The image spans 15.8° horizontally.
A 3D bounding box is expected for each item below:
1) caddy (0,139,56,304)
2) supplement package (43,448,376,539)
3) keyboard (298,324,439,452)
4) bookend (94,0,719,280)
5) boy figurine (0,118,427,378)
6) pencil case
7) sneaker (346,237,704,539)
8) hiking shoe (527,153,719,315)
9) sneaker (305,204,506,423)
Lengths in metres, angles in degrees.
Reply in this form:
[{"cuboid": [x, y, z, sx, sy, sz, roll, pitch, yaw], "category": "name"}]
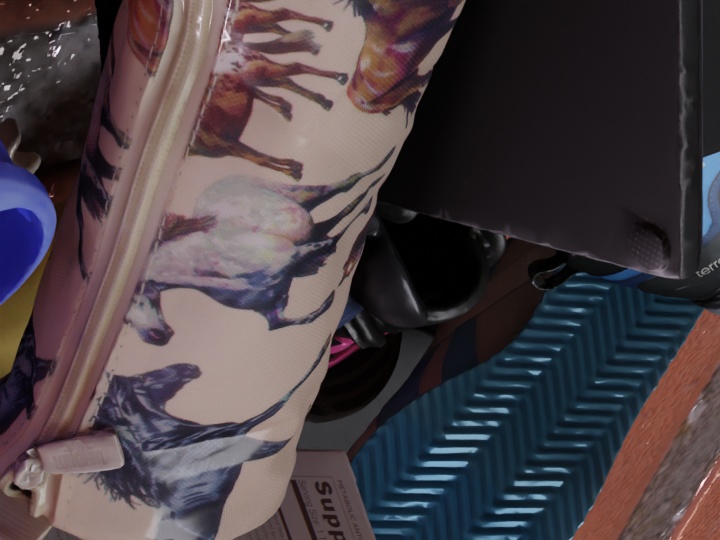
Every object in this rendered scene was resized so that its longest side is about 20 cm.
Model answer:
[{"cuboid": [-0.155, 0.011, 0.551, 0.200, 0.106, 0.141, -36, 165, 37], "category": "caddy"}, {"cuboid": [-0.093, 0.123, 0.702, 0.199, 0.114, 0.110, 3, 138, -31], "category": "supplement package"}, {"cuboid": [-0.029, 0.093, 1.004, 0.104, 0.040, 0.200, 26, 109, -38], "category": "keyboard"}, {"cuboid": [0.066, -0.086, 0.671, 0.199, 0.198, 0.093, -21, 116, -41], "category": "bookend"}, {"cuboid": [-0.087, 0.018, 0.733, 0.199, 0.065, 0.125, -24, 117, 0], "category": "boy figurine"}, {"cuboid": [-0.032, -0.021, 0.585, 0.089, 0.077, 0.201, -49, 163, -52], "category": "pencil case"}, {"cuboid": [0.047, 0.052, 0.902, 0.200, 0.077, 0.081, -47, -172, -25], "category": "sneaker"}, {"cuboid": [0.121, -0.079, 0.835, 0.086, 0.074, 0.201, 6, 108, -24], "category": "hiking shoe"}, {"cuboid": [0.000, 0.000, 0.837, 0.074, 0.087, 0.201, -33, 151, -24], "category": "sneaker"}]
